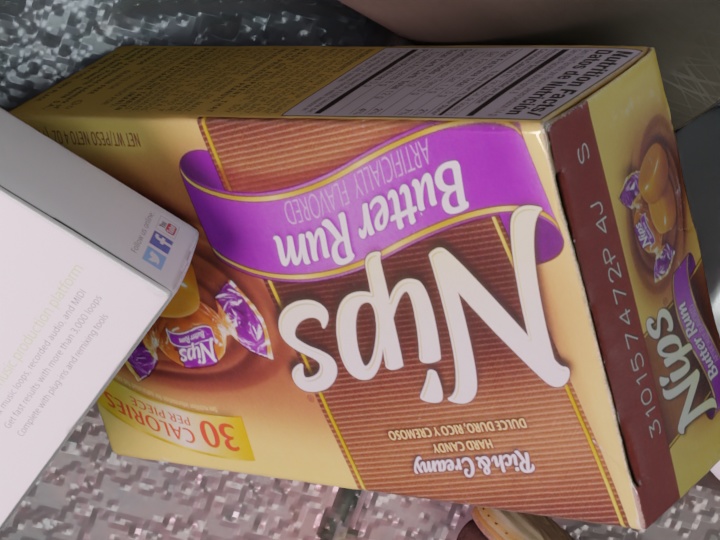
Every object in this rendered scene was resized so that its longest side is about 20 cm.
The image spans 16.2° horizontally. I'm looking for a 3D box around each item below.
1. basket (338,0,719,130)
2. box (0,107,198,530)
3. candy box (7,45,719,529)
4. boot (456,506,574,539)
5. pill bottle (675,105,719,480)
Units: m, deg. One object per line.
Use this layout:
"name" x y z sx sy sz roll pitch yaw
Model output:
"basket" 0.030 -0.137 0.694 0.200 0.136 0.181 36 75 -26
"box" -0.165 -0.007 0.708 0.200 0.036 0.144 32 124 -9
"candy box" 0.000 0.000 0.706 0.056 0.199 0.117 -35 119 -41
"boot" 0.043 0.186 0.838 0.166 0.072 0.200 -36 115 1
"pill bottle" 0.174 0.036 0.790 0.199 0.114 0.114 28 102 -18
